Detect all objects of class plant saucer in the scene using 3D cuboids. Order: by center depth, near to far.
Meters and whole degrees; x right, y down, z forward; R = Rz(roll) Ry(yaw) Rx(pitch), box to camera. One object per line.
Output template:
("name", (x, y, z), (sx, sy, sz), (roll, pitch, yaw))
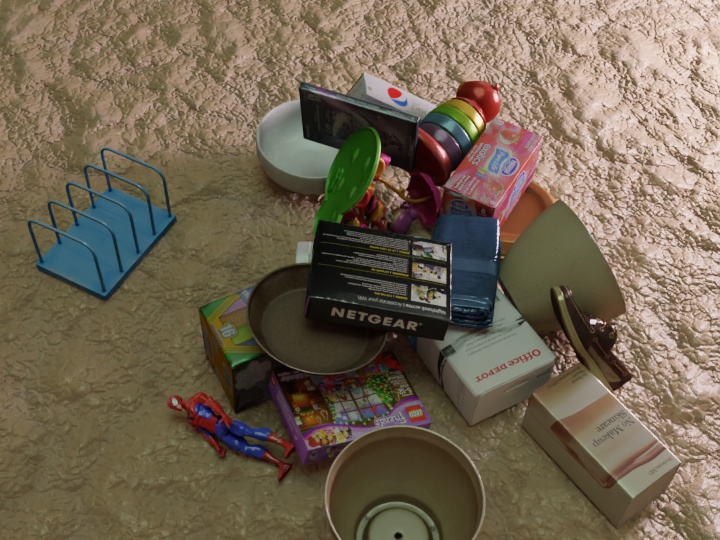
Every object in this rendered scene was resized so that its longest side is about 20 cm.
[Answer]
("plant saucer", (-0.061, 0.073, 1.362), (0.199, 0.037, 0.201), (7, 46, -7))
("plant saucer", (0.253, -0.095, 1.679), (0.199, 0.038, 0.201), (1, 50, -1))

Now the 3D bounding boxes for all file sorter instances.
("file sorter", (-0.414, -0.083, 1.583), (0.138, 0.123, 0.200), (23, 52, 15))

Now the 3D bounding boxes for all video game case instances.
("video game case", (-0.003, -0.234, 1.610), (0.199, 0.143, 0.019), (19, 65, 9))

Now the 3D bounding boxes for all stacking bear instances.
("stacking bear", (0.164, -0.249, 1.681), (0.114, 0.122, 0.200), (39, 68, 9))

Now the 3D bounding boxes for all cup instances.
("cup", (0.293, 0.013, 1.511), (0.143, 0.200, 0.201), (-29, 54, 3))

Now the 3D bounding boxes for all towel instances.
("towel", (0.153, 0.000, 1.481), (0.111, 0.049, 0.201), (8, 48, 7))

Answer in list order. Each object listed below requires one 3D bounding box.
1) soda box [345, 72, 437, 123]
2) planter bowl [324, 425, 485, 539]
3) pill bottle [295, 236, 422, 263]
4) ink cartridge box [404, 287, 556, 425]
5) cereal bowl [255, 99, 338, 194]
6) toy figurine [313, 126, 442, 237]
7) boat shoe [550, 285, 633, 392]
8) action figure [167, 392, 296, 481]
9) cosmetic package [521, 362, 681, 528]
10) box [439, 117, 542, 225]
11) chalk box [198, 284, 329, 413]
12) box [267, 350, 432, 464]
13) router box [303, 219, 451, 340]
("soda box", (0.071, -0.273, 1.740), (0.199, 0.068, 0.064), (19, 44, -28))
("planter bowl", (0.053, 0.319, 1.260), (0.199, 0.135, 0.201), (1, 51, -1))
("pill bottle", (0.000, 0.000, 1.537), (0.199, 0.113, 0.113), (2, 50, 2))
("ink cartridge box", (0.173, 0.111, 1.471), (0.144, 0.084, 0.200), (-22, 53, -20))
("cereal bowl", (-0.085, -0.205, 1.723), (0.199, 0.084, 0.201), (2, 51, -3))
("toy figurine", (0.045, -0.108, 1.614), (0.183, 0.201, 0.150), (23, 10, -29))
("boat shoe", (0.339, 0.094, 1.424), (0.072, 0.201, 0.072), (-29, 22, 7))
("action figure", (-0.186, 0.224, 1.375), (0.199, 0.066, 0.052), (26, 33, 17))
("cosmetic package", (0.331, 0.240, 1.370), (0.103, 0.088, 0.200), (-29, 57, -25))
("box", (0.216, -0.147, 1.632), (0.095, 0.100, 0.200), (25, 53, 18))
("chalk box", (-0.120, 0.095, 1.447), (0.199, 0.125, 0.124), (-22, 54, -21))
("box", (-0.015, 0.190, 1.397), (0.199, 0.039, 0.137), (-8, 50, -28))
("router box", (0.027, 0.012, 1.382), (0.199, 0.051, 0.150), (10, 47, -5))
